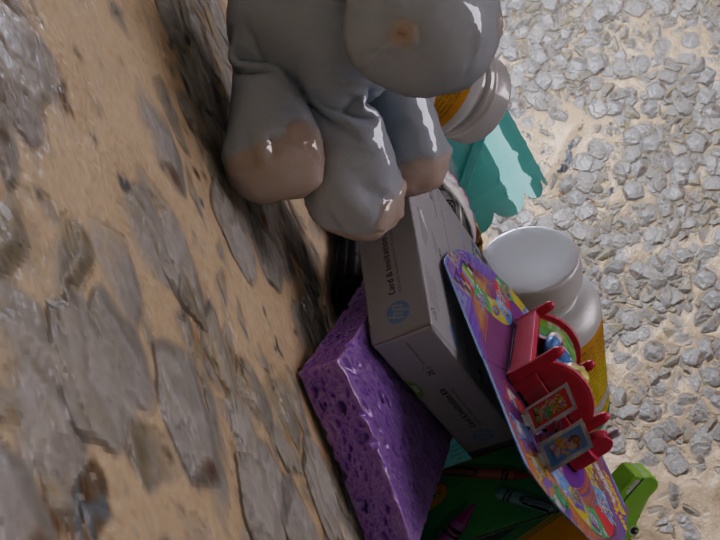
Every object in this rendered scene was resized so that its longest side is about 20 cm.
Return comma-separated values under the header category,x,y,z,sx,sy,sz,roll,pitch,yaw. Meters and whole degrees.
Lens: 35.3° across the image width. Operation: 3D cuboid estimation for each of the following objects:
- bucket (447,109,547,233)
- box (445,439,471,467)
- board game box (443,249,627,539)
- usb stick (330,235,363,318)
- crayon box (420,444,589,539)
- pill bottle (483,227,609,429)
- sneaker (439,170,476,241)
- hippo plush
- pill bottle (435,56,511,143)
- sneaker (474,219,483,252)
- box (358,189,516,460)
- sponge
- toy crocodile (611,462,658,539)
category,x,y,z,sx,sy,sz,roll,pitch,yaw
bucket,0.092,-0.117,1.245,0.207,0.206,0.135,-84,149,-75
box,0.085,0.141,1.042,0.082,0.049,0.201,41,30,-76
board game box,0.123,0.066,0.679,0.158,0.039,0.201,32,32,-51
usb stick,0.000,0.000,0.853,0.056,0.032,0.200,60,9,-14
crayon box,0.105,0.199,0.754,0.058,0.118,0.200,-103,170,-45
pill bottle,0.159,0.065,1.000,0.113,0.112,0.201,-102,177,-50
sneaker,0.006,-0.062,0.863,0.200,0.080,0.087,43,39,-20
hippo plush,0.015,-0.132,0.593,0.159,0.161,0.201,4,62,-41
pill bottle,0.035,-0.178,0.964,0.199,0.113,0.113,17,45,-41
sneaker,0.033,-0.066,0.985,0.200,0.075,0.090,49,-1,-30
box,0.058,0.029,0.726,0.200,0.041,0.157,52,24,-47
sponge,0.019,0.072,0.675,0.200,0.030,0.112,-53,122,-69
toy crocodile,0.163,0.233,0.885,0.062,0.200,0.068,40,-1,-9
